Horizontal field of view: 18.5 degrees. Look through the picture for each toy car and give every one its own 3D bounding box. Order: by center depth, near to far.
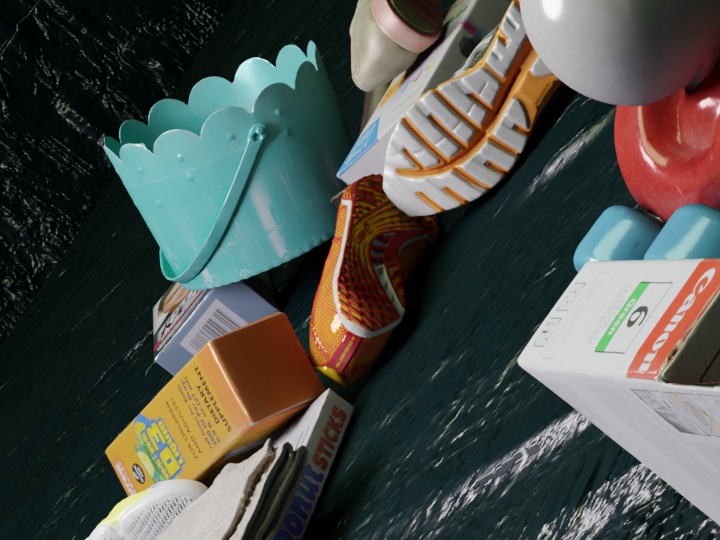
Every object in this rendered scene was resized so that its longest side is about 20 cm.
[{"bbox_3d":[0.128,-0.102,0.948,0.185,0.200,0.177,-53,11,-7],"label":"toy car"}]

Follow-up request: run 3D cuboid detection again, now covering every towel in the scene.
[{"bbox_3d":[-0.104,0.183,1.297,0.200,0.034,0.133,-45,13,44],"label":"towel"}]

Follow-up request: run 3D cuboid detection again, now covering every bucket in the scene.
[{"bbox_3d":[-0.095,-0.082,1.787,0.206,0.135,0.207,-23,13,6],"label":"bucket"}]

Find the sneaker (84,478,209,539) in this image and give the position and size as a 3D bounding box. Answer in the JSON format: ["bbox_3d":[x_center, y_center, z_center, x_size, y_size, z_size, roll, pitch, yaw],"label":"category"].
[{"bbox_3d":[-0.154,0.190,1.496,0.200,0.076,0.105,-47,12,29],"label":"sneaker"}]

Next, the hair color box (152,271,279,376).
[{"bbox_3d":[-0.127,0.034,1.904,0.099,0.061,0.200,-51,11,5],"label":"hair color box"}]

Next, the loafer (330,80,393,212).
[{"bbox_3d":[0.026,-0.119,1.738,0.201,0.071,0.073,-58,13,-27],"label":"loafer"}]

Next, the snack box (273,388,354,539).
[{"bbox_3d":[-0.056,0.156,1.337,0.072,0.024,0.200,-44,14,36],"label":"snack box"}]

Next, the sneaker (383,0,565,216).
[{"bbox_3d":[0.093,-0.116,1.485,0.200,0.078,0.077,-47,-1,8],"label":"sneaker"}]

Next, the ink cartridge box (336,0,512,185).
[{"bbox_3d":[0.072,-0.140,1.627,0.115,0.068,0.201,-38,17,51],"label":"ink cartridge box"}]

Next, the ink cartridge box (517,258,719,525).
[{"bbox_3d":[0.134,0.046,0.703,0.050,0.109,0.200,-54,12,-10],"label":"ink cartridge box"}]

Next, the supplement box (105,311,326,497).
[{"bbox_3d":[-0.100,0.103,1.480,0.069,0.067,0.200,-22,-14,-33],"label":"supplement box"}]

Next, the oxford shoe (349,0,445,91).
[{"bbox_3d":[0.022,-0.198,1.657,0.074,0.071,0.200,-49,9,25],"label":"oxford shoe"}]

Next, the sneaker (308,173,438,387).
[{"bbox_3d":[0.000,0.000,1.486,0.077,0.073,0.200,-56,4,34],"label":"sneaker"}]
